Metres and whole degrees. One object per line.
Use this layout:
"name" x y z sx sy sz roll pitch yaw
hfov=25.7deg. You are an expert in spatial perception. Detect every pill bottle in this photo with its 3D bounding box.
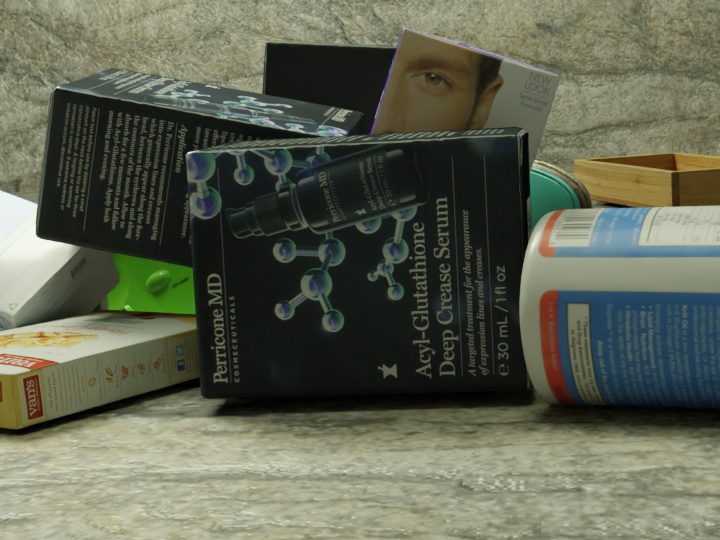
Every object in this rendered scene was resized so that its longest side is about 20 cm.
"pill bottle" 0.196 0.021 0.864 0.199 0.113 0.112 1 8 24

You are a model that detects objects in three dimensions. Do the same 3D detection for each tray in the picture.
"tray" 0.255 -0.071 1.277 0.098 0.037 0.200 -5 7 -13

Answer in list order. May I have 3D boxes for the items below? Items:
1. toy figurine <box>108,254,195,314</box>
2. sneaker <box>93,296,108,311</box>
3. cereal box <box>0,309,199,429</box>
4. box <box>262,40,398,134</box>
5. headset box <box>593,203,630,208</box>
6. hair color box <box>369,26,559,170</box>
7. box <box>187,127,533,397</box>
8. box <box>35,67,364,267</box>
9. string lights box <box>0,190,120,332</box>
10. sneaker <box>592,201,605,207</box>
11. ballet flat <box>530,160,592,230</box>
"toy figurine" -0.123 -0.008 1.359 0.199 0.151 0.184 -28 -20 29
"sneaker" -0.293 0.038 1.211 0.199 0.079 0.096 -2 29 13
"cereal box" -0.194 0.060 1.025 0.143 0.040 0.200 2 8 37
"box" -0.009 -0.127 1.294 0.147 0.105 0.200 2 3 -5
"headset box" 0.255 -0.014 1.274 0.199 0.078 0.149 3 9 31
"hair color box" 0.050 -0.050 1.047 0.109 0.201 0.065 17 7 1
"box" 0.005 -0.007 0.963 0.199 0.149 0.107 -3 6 9
"box" -0.108 -0.068 1.108 0.199 0.108 0.148 11 13 3
"string lights box" -0.290 -0.009 1.172 0.199 0.059 0.103 19 51 29
"sneaker" 0.272 -0.039 1.493 0.199 0.078 0.082 -10 16 -42
"ballet flat" 0.096 -0.048 1.157 0.199 0.069 0.067 5 3 40
